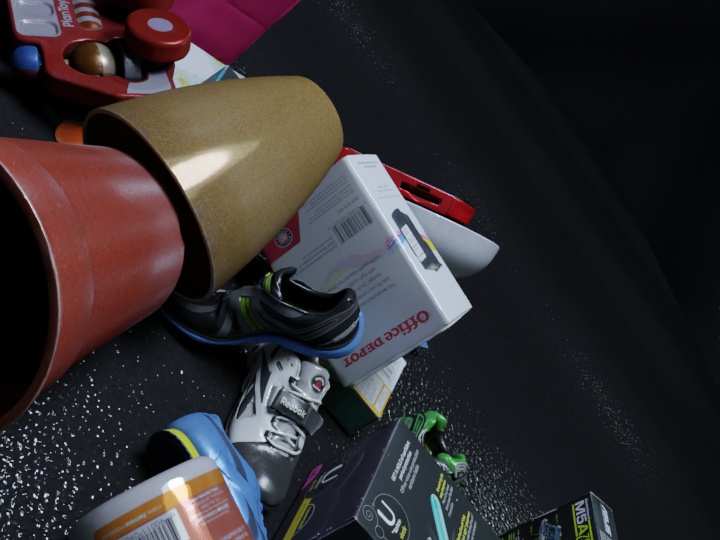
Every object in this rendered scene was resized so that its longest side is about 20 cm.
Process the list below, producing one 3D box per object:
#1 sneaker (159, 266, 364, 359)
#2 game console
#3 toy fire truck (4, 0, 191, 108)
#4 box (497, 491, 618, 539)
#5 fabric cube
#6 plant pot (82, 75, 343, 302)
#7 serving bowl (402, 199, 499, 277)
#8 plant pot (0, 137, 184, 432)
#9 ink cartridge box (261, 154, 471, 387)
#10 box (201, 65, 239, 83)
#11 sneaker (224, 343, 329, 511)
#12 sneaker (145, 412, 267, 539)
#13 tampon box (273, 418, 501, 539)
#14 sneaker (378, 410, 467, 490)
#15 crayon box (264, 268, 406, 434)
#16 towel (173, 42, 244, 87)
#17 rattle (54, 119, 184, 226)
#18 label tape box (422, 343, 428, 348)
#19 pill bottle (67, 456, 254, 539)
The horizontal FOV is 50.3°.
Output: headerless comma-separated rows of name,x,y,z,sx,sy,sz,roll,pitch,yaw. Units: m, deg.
sneaker,-0.094,0.031,0.739,0.199,0.083,0.071,7,30,5
game console,0.035,-0.105,0.945,0.200,0.031,0.177,25,2,-5
toy fire truck,-0.271,-0.229,0.786,0.168,0.112,0.200,-6,52,-25
box,0.175,0.346,0.768,0.048,0.193,0.200,44,28,-22
fabric cube,-0.212,-0.425,1.010,0.199,0.200,0.196,20,43,-51
plant pot,-0.119,-0.102,0.714,0.200,0.186,0.187,-37,91,-32
serving bowl,0.063,-0.039,0.928,0.200,0.066,0.200,24,3,-1
plant pot,-0.236,-0.009,0.538,0.201,0.201,0.195,55,19,0
ink cartridge box,0.000,0.000,0.817,0.200,0.146,0.083,58,26,5
box,-0.118,-0.135,0.904,0.200,0.049,0.082,48,36,-28
sneaker,-0.073,0.128,0.737,0.074,0.088,0.200,39,33,-30
sneaker,-0.098,0.207,0.627,0.078,0.066,0.200,-10,67,-57
tampon box,0.034,0.272,0.700,0.200,0.126,0.150,51,27,-6
sneaker,0.082,0.249,0.847,0.078,0.085,0.200,18,45,-49
crayon box,-0.040,0.073,0.886,0.200,0.052,0.126,52,28,-8
towel,-0.195,-0.203,0.957,0.171,0.048,0.200,28,37,-46
rattle,-0.183,-0.116,0.782,0.200,0.143,0.130,42,45,-35
label tape box,0.046,-0.006,1.057,0.144,0.063,0.200,21,42,-46
pill bottle,-0.109,0.241,0.525,0.112,0.112,0.200,-10,68,-60
